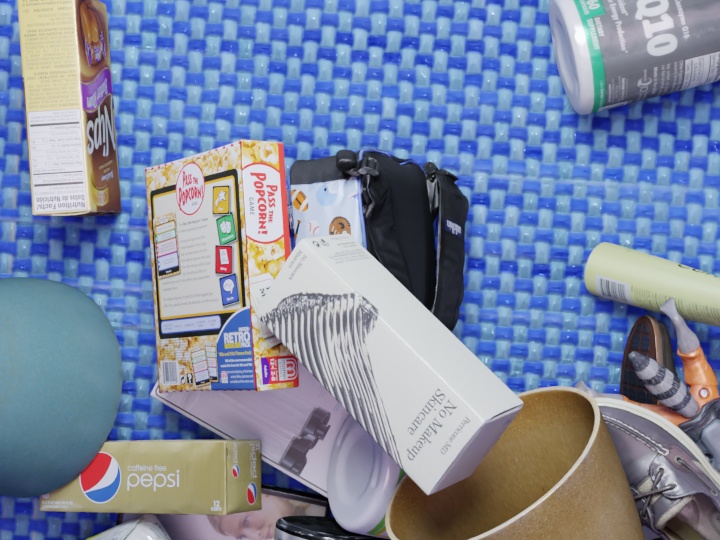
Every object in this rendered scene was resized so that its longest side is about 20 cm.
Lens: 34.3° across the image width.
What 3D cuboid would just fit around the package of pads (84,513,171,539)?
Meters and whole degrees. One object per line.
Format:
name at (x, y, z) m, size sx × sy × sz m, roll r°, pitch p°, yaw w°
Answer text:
package of pads at (-0.207, 0.335, 1.067) m, size 0.154 × 0.068 × 0.201 m, roll -26°, pitch 98°, yaw 24°

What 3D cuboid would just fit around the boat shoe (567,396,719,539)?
boat shoe at (0.250, 0.180, 0.938) m, size 0.200 × 0.065 × 0.072 m, roll 40°, pitch 118°, yaw 1°

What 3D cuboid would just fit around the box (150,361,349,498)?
box at (-0.079, 0.112, 1.087) m, size 0.199 × 0.060 × 0.117 m, roll 31°, pitch 93°, yaw 0°

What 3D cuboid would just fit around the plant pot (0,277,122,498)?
plant pot at (-0.330, 0.094, 1.021) m, size 0.199 × 0.135 × 0.202 m, roll -5°, pitch 76°, yaw 22°

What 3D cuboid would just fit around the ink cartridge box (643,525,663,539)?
ink cartridge box at (0.291, 0.299, 1.044) m, size 0.199 × 0.083 × 0.146 m, roll -16°, pitch 123°, yaw 2°

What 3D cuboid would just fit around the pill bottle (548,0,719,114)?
pill bottle at (0.277, -0.216, 1.039) m, size 0.199 × 0.113 × 0.114 m, roll -14°, pitch 92°, yaw 2°

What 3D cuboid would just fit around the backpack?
backpack at (0.000, 0.000, 1.020) m, size 0.153 × 0.200 × 0.192 m, roll -14°, pitch 83°, yaw 28°

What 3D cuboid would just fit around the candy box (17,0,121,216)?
candy box at (-0.261, -0.149, 1.056) m, size 0.056 × 0.117 × 0.202 m, roll -2°, pitch 93°, yaw 2°

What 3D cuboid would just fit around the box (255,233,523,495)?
box at (0.019, 0.066, 0.875) m, size 0.200 × 0.068 × 0.082 m, roll 43°, pitch 116°, yaw 23°

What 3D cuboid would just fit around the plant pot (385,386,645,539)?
plant pot at (0.148, 0.226, 0.907) m, size 0.186 × 0.186 × 0.201 m, roll -32°, pitch 106°, yaw 2°

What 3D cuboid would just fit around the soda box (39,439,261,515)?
soda box at (-0.190, 0.185, 1.053) m, size 0.199 × 0.068 × 0.065 m, roll -5°, pitch 82°, yaw 24°

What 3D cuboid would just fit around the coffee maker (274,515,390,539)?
coffee maker at (-0.016, 0.330, 1.057) m, size 0.134 × 0.192 × 0.201 m, roll 10°, pitch 83°, yaw 23°

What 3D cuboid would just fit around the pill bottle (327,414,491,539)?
pill bottle at (0.080, 0.190, 1.035) m, size 0.199 × 0.111 × 0.112 m, roll 16°, pitch 93°, yaw -26°

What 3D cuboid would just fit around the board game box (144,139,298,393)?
board game box at (-0.121, 0.002, 0.988) m, size 0.046 × 0.151 × 0.202 m, roll -2°, pitch 87°, yaw -41°

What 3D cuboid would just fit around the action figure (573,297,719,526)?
action figure at (0.270, 0.154, 0.990) m, size 0.200 × 0.105 × 0.194 m, roll -44°, pitch 88°, yaw -5°

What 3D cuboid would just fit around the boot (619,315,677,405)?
boot at (0.300, 0.139, 1.084) m, size 0.096 × 0.075 × 0.202 m, roll -4°, pitch 92°, yaw -16°

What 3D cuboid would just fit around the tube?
tube at (0.292, 0.021, 1.022) m, size 0.199 × 0.058 × 0.052 m, roll 19°, pitch 119°, yaw 42°

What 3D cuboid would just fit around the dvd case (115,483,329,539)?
dvd case at (-0.138, 0.268, 1.115) m, size 0.198 × 0.018 × 0.144 m, roll 11°, pitch 93°, yaw 1°
